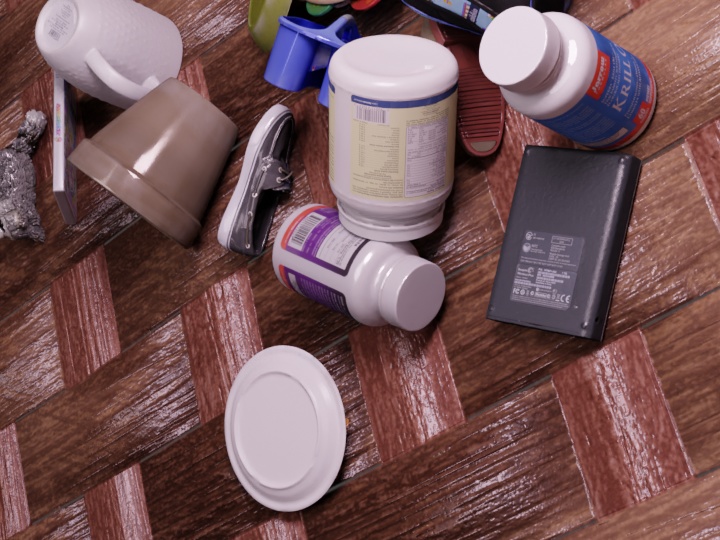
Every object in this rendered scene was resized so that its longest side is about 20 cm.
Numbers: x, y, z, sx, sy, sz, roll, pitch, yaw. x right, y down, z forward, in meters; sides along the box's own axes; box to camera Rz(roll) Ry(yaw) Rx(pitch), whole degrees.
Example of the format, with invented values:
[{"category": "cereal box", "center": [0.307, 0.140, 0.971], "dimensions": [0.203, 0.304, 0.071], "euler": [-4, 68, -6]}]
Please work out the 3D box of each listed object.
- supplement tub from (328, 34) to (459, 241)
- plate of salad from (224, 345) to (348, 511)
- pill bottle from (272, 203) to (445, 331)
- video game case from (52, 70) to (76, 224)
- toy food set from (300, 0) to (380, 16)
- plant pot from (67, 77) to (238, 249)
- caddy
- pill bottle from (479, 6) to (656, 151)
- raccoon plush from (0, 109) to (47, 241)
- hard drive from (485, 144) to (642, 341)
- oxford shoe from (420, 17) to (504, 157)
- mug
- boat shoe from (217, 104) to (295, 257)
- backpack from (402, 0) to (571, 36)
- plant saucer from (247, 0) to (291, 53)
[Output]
[{"category": "supplement tub", "center": [0.036, -0.149, 1.620], "dimensions": [0.145, 0.145, 0.200], "euler": [33, 134, 41]}, {"category": "plate of salad", "center": [-0.088, 0.191, 1.751], "dimensions": [0.200, 0.048, 0.200], "euler": [-1, 88, 40]}, {"category": "pill bottle", "center": [0.000, 0.000, 1.682], "dimensions": [0.200, 0.111, 0.112], "euler": [24, 95, 41]}, {"category": "video game case", "center": [-0.430, -0.184, 2.099], "dimensions": [0.018, 0.143, 0.200], "euler": [-2, 73, -4]}, {"category": "toy food set", "center": [0.003, -0.393, 1.785], "dimensions": [0.200, 0.049, 0.198], "euler": [-40, 38, 0]}, {"category": "plant pot", "center": [-0.258, -0.154, 1.914], "dimensions": [0.200, 0.200, 0.174], "euler": [33, 83, 41]}, {"category": "caddy", "center": [-0.031, -0.257, 1.727], "dimensions": [0.141, 0.200, 0.105], "euler": [22, 102, 7]}, {"category": "pill bottle", "center": [0.213, -0.201, 1.492], "dimensions": [0.112, 0.200, 0.112], "euler": [-11, 72, 38]}, {"category": "raccoon plush", "center": [-0.508, -0.139, 2.175], "dimensions": [0.134, 0.097, 0.200], "euler": [28, 97, 34]}, {"category": "hard drive", "center": [0.217, -0.033, 1.557], "dimensions": [0.139, 0.033, 0.200], "euler": [10, 86, 42]}, {"category": "oxford shoe", "center": [0.117, -0.217, 1.685], "dimensions": [0.075, 0.070, 0.200], "euler": [135, 128, -61]}, {"category": "mug", "center": [-0.349, -0.302, 2.012], "dimensions": [0.148, 0.175, 0.200], "euler": [-49, 56, 16]}, {"category": "boat shoe", "center": [-0.119, -0.111, 1.848], "dimensions": [0.066, 0.070, 0.200], "euler": [25, 92, 24]}, {"category": "backpack", "center": [0.130, -0.356, 1.592], "dimensions": [0.200, 0.135, 0.183], "euler": [23, 135, 27]}, {"category": "plant saucer", "center": [-0.110, -0.382, 1.861], "dimensions": [0.200, 0.031, 0.200], "euler": [-167, 90, -75]}]
